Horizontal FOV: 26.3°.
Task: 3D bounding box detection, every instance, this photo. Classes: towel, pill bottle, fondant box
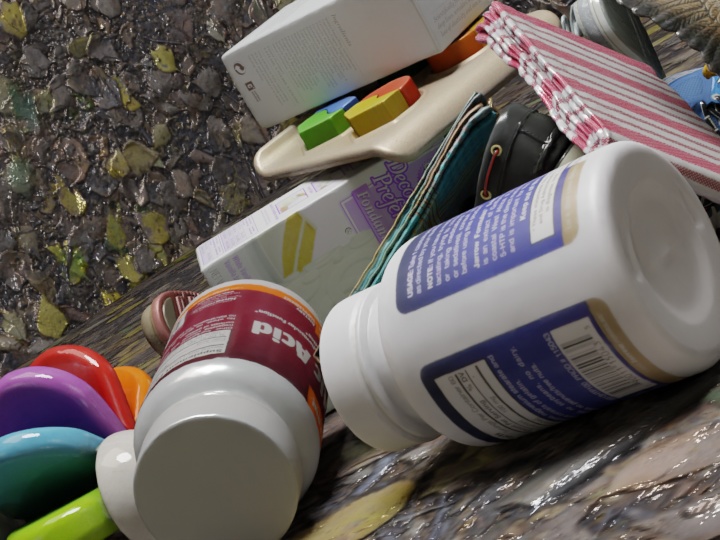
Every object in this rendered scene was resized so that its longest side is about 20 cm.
[{"bbox_3d":[0.041,-0.007,1.026,0.201,0.022,0.147,-58,-18,-8],"label":"towel"},{"bbox_3d":[0.079,0.024,0.801,0.199,0.120,0.120,-24,10,37],"label":"pill bottle"},{"bbox_3d":[-0.078,0.091,0.963,0.114,0.115,0.200,-29,17,12],"label":"pill bottle"},{"bbox_3d":[0.000,0.000,1.130,0.199,0.145,0.058,-31,18,-1],"label":"fondant box"},{"bbox_3d":[0.163,-0.096,0.958,0.030,0.145,0.200,-61,30,23],"label":"towel"}]

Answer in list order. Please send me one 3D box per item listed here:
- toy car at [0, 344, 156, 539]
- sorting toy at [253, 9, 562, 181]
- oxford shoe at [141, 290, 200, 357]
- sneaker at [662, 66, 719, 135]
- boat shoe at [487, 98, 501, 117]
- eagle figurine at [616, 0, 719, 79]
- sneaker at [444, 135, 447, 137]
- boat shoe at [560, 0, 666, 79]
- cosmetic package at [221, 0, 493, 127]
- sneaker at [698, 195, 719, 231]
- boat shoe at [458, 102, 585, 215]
[{"bbox_3d":[-0.197,0.129,1.075,0.174,0.151,0.200,-27,9,21],"label":"toy car"},{"bbox_3d":[0.028,-0.134,1.142,0.185,0.037,0.199,-40,21,-26],"label":"sorting toy"},{"bbox_3d":[-0.119,0.074,1.154,0.074,0.071,0.200,-20,-29,16],"label":"oxford shoe"},{"bbox_3d":[0.287,-0.133,1.154,0.199,0.079,0.089,-35,6,-26],"label":"sneaker"},{"bbox_3d":[0.079,-0.119,1.269,0.071,0.200,0.065,-42,-17,-26],"label":"boat shoe"},{"bbox_3d":[0.252,-0.158,0.983,0.150,0.201,0.152,-24,10,36],"label":"eagle figurine"},{"bbox_3d":[0.015,-0.049,1.189,0.199,0.074,0.081,-26,-6,2],"label":"sneaker"},{"bbox_3d":[0.194,-0.167,1.198,0.064,0.075,0.202,-24,-11,15],"label":"boat shoe"},{"bbox_3d":[-0.002,-0.185,1.175,0.199,0.074,0.102,-15,23,44],"label":"cosmetic package"},{"bbox_3d":[0.184,-0.041,0.975,0.080,0.075,0.200,-25,9,37],"label":"sneaker"},{"bbox_3d":[0.096,-0.030,1.004,0.074,0.063,0.202,-51,-15,-34],"label":"boat shoe"}]
